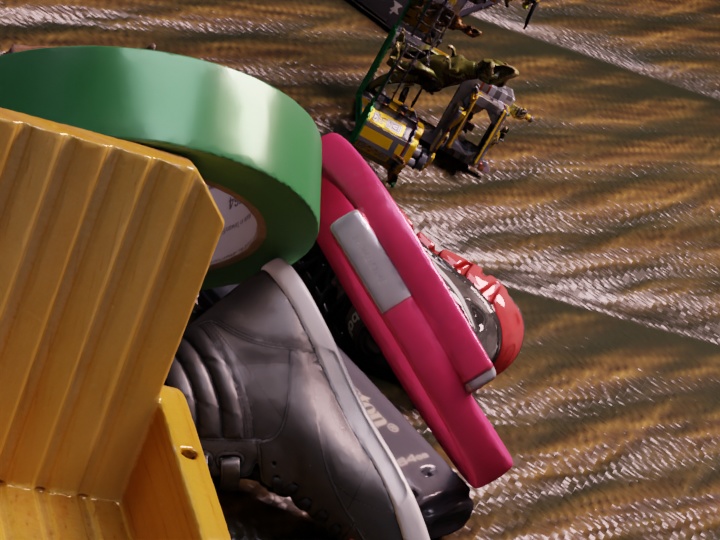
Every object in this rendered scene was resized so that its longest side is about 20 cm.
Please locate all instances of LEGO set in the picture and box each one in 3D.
[{"bbox_3d":[0.081,-0.140,1.455,0.115,0.201,0.154,27,7,-9],"label":"LEGO set"}]

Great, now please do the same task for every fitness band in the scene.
[{"bbox_3d":[0.023,0.020,1.126,0.201,0.037,0.144,60,-5,3],"label":"fitness band"}]

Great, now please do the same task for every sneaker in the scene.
[{"bbox_3d":[-0.036,0.103,1.062,0.099,0.071,0.201,-27,84,-12],"label":"sneaker"},{"bbox_3d":[0.000,0.000,1.249,0.200,0.071,0.098,37,26,10],"label":"sneaker"}]

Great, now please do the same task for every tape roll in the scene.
[{"bbox_3d":[-0.118,-0.044,1.054,0.199,0.200,0.049,14,65,-28],"label":"tape roll"}]

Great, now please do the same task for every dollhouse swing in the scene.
[{"bbox_3d":[-0.141,0.056,0.909,0.199,0.176,0.182,14,31,-29],"label":"dollhouse swing"}]

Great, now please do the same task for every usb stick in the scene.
[{"bbox_3d":[-0.016,0.067,1.164,0.055,0.033,0.200,-4,44,-51],"label":"usb stick"}]

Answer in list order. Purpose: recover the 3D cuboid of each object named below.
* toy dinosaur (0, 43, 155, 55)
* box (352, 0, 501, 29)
[{"bbox_3d":[-0.180,-0.087,1.213,0.135,0.086,0.200,9,28,-22],"label":"toy dinosaur"},{"bbox_3d":[0.043,-0.282,1.720,0.148,0.105,0.200,37,28,12],"label":"box"}]
